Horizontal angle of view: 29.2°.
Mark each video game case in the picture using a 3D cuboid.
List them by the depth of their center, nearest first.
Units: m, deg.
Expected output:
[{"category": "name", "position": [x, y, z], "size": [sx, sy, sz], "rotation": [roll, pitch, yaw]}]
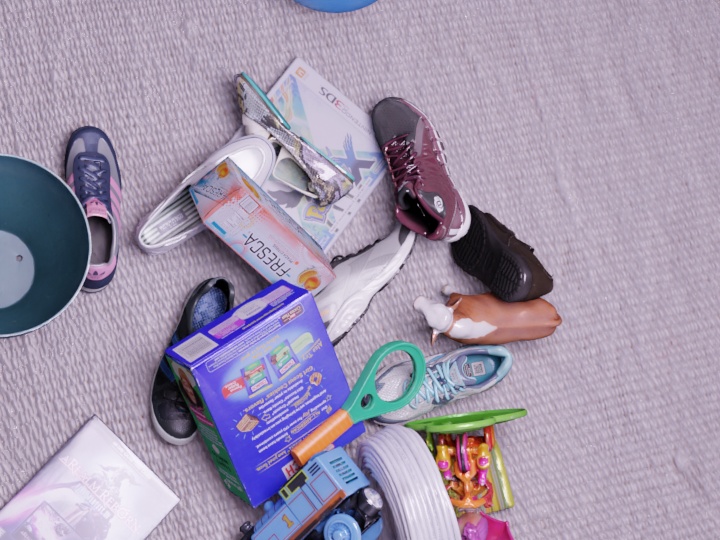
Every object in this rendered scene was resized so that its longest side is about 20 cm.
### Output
[{"category": "video game case", "position": [-0.322, 0.285, 1.564], "size": [0.143, 0.019, 0.200], "rotation": [45, 70, -4]}, {"category": "video game case", "position": [-0.067, -0.139, 1.736], "size": [0.182, 0.022, 0.201], "rotation": [39, 70, -6]}]

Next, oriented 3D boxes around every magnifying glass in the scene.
[{"category": "magnifying glass", "position": [-0.001, 0.157, 1.607], "size": [0.200, 0.022, 0.080], "rotation": [-40, 122, -23]}]

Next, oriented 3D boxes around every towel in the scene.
[{"category": "towel", "position": [0.090, 0.270, 1.698], "size": [0.198, 0.018, 0.087], "rotation": [-10, 76, -18]}]

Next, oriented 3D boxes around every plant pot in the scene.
[{"category": "plant pot", "position": [-0.406, -0.014, 1.541], "size": [0.198, 0.135, 0.203], "rotation": [4, 77, -16]}]

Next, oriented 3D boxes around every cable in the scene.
[{"category": "cable", "position": [0.055, 0.275, 1.570], "size": [0.068, 0.200, 0.202], "rotation": [-15, 74, -13]}]

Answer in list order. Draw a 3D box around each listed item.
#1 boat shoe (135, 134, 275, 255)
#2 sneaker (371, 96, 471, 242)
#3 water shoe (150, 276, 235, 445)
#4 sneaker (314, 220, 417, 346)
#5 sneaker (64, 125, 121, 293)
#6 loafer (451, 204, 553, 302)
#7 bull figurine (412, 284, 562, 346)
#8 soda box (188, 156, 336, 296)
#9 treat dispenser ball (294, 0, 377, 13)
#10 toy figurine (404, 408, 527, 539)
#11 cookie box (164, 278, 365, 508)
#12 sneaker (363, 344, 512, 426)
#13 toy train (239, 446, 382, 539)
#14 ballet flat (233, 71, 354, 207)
[{"category": "boat shoe", "position": [-0.180, -0.084, 1.632], "size": [0.200, 0.067, 0.074], "rotation": [-42, 97, -1]}, {"category": "sneaker", "position": [0.062, -0.124, 1.692], "size": [0.201, 0.075, 0.115], "rotation": [59, 25, 6]}, {"category": "water shoe", "position": [-0.197, 0.101, 1.611], "size": [0.071, 0.079, 0.202], "rotation": [15, 74, -13]}, {"category": "sneaker", "position": [0.000, 0.000, 1.700], "size": [0.079, 0.074, 0.200], "rotation": [41, 70, 1]}, {"category": "sneaker", "position": [-0.309, -0.080, 1.614], "size": [0.069, 0.082, 0.203], "rotation": [-3, 79, -17]}, {"category": "loafer", "position": [0.175, -0.014, 1.714], "size": [0.071, 0.200, 0.074], "rotation": [13, 115, -28]}, {"category": "bull figurine", "position": [0.147, 0.054, 1.701], "size": [0.198, 0.121, 0.066], "rotation": [5, 104, -19]}, {"category": "soda box", "position": [-0.113, -0.042, 1.612], "size": [0.063, 0.069, 0.200], "rotation": [-37, 133, 8]}, {"category": "treat dispenser ball", "position": [-0.031, -0.423, 1.715], "size": [0.198, 0.201, 0.204], "rotation": [4, 77, -16]}, {"category": "toy figurine", "position": [0.133, 0.264, 1.617], "size": [0.148, 0.200, 0.187], "rotation": [-7, 86, 7]}, {"category": "cookie box", "position": [-0.107, 0.141, 1.588], "size": [0.170, 0.075, 0.202], "rotation": [-32, 118, -22]}, {"category": "sneaker", "position": [0.097, 0.131, 1.692], "size": [0.198, 0.086, 0.078], "rotation": [-21, 85, -20]}, {"category": "toy train", "position": [-0.062, 0.297, 1.563], "size": [0.200, 0.086, 0.115], "rotation": [-46, 74, 21]}, {"category": "ballet flat", "position": [-0.097, -0.153, 1.686], "size": [0.200, 0.072, 0.072], "rotation": [44, 69, -3]}]
